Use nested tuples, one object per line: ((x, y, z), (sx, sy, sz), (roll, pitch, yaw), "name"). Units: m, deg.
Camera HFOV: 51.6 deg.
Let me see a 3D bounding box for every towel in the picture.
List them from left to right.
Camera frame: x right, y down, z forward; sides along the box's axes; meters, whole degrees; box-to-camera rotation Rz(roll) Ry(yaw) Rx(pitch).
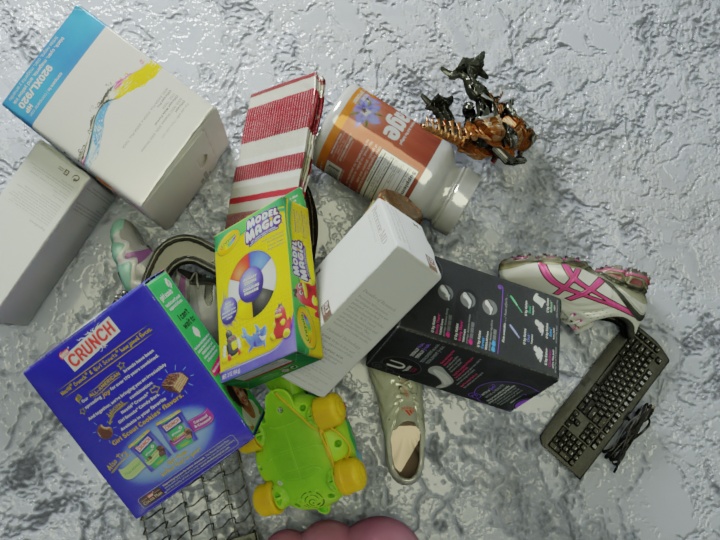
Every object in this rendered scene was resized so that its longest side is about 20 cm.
((-0.107, -0.133, 0.911), (0.023, 0.142, 0.205), (19, 75, -43), "towel")

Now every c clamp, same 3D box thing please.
((-0.192, 0.053, 0.871), (0.196, 0.027, 0.174), (21, 84, -6), "c clamp")

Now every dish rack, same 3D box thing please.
((-0.200, 0.290, 0.892), (0.150, 0.055, 0.204), (-14, 85, -4), "dish rack")

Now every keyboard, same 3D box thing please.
((0.325, 0.172, 0.943), (0.104, 0.040, 0.201), (39, 84, 2), "keyboard")

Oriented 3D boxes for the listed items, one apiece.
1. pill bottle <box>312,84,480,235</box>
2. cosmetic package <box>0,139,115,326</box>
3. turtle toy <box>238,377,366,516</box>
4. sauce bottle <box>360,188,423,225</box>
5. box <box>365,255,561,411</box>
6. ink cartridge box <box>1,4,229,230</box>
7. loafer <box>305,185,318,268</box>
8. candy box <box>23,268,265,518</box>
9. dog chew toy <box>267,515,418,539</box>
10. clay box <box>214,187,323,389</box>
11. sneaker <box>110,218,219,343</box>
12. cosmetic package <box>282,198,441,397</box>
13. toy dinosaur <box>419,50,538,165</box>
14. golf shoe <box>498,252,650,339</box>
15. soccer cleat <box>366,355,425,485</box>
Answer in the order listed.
((0.045, -0.132, 0.923), (0.198, 0.112, 0.114), (32, 83, 0), "pill bottle")
((-0.393, -0.038, 0.889), (0.080, 0.113, 0.202), (34, 81, 2), "cosmetic package")
((-0.068, 0.188, 0.884), (0.143, 0.101, 0.204), (-19, 87, 18), "turtle toy")
((0.000, 0.000, 0.891), (0.065, 0.066, 0.202), (32, 113, 1), "sauce bottle")
((0.121, 0.073, 0.874), (0.196, 0.123, 0.108), (18, 58, -10), "box")
((-0.280, -0.173, 0.890), (0.198, 0.147, 0.146), (36, 83, 2), "ink cartridge box")
((-0.085, -0.030, 0.924), (0.071, 0.071, 0.205), (-5, 84, -4), "loafer")
((-0.229, 0.133, 0.809), (0.168, 0.077, 0.202), (-33, 100, 7), "candy box")
((-0.027, 0.348, 0.867), (0.195, 0.125, 0.128), (3, 83, 6), "dog chew toy")
((-0.104, 0.012, 0.804), (0.114, 0.047, 0.204), (-25, 61, 32), "clay box")
((-0.213, 0.012, 0.916), (0.138, 0.078, 0.203), (-24, 95, -7), "sneaker")
((-0.011, 0.031, 0.812), (0.073, 0.102, 0.201), (30, 113, -28), "cosmetic package")
((0.147, -0.186, 0.915), (0.102, 0.199, 0.137), (-37, 70, 20), "toy dinosaur")
((0.268, 0.031, 0.938), (0.195, 0.073, 0.094), (11, 85, -2), "golf shoe")
((0.049, 0.158, 0.908), (0.068, 0.078, 0.205), (-7, 84, -4), "soccer cleat")
